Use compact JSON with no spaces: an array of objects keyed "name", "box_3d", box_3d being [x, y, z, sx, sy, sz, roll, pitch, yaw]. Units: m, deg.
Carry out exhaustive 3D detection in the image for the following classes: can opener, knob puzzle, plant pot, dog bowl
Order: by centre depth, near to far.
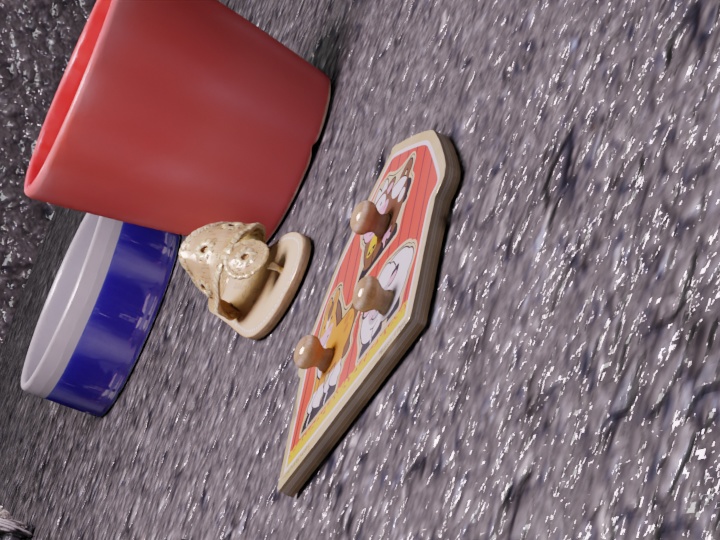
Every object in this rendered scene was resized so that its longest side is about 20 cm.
[{"name":"knob puzzle","box_3d":[0.000,0.000,1.295,0.220,0.030,0.220,-157,90,-78]},{"name":"plant pot","box_3d":[-0.130,-0.112,1.700,0.200,0.177,0.200,-60,14,26]},{"name":"dog bowl","box_3d":[-0.242,0.032,2.148,0.200,0.079,0.200,-60,14,27]},{"name":"can opener","box_3d":[-0.372,0.276,2.323,0.200,0.053,0.066,148,142,-70]}]

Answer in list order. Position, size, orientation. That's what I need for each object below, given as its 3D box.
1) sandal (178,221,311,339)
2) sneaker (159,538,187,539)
[{"name":"sandal","box_3d":[-0.096,0.000,1.607,0.212,0.070,0.078,174,119,-76]},{"name":"sneaker","box_3d":[-0.129,0.240,1.367,0.200,0.077,0.080,-65,31,30]}]
